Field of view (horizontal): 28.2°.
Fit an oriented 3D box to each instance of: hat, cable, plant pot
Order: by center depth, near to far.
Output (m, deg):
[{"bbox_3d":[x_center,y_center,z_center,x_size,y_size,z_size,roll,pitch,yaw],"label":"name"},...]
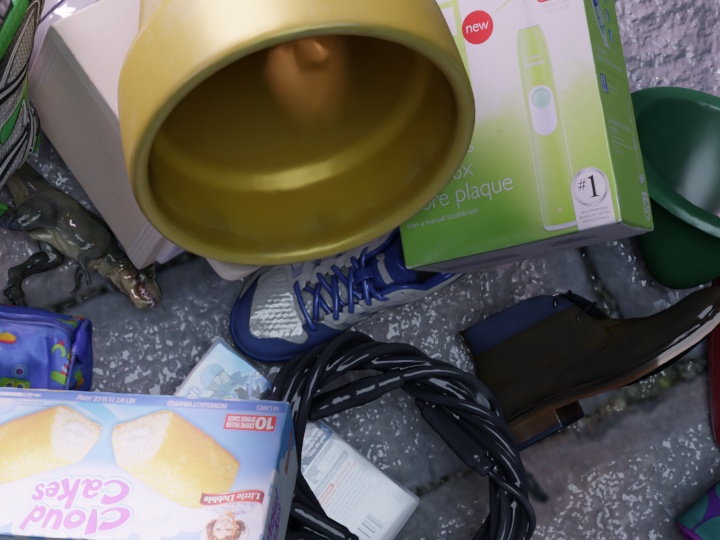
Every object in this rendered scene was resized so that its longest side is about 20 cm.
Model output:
[{"bbox_3d":[-0.050,-0.137,0.846,0.198,0.202,0.190,-8,55,-11],"label":"plant pot"},{"bbox_3d":[0.026,0.134,0.964,0.198,0.051,0.165,19,73,-3],"label":"cable"},{"bbox_3d":[0.232,-0.009,1.073,0.164,0.177,0.201,15,41,-9],"label":"hat"}]

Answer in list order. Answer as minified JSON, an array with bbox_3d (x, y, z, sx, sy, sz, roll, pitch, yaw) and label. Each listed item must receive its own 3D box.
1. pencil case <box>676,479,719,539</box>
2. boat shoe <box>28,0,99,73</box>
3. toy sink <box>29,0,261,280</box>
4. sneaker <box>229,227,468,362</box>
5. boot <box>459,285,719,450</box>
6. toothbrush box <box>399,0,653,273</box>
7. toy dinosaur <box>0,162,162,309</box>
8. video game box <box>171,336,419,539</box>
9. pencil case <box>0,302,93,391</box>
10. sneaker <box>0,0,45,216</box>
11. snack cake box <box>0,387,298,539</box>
[{"bbox_3d":[0.323,0.156,1.032,0.199,0.085,0.093,-39,74,-12],"label":"pencil case"},{"bbox_3d":[-0.190,-0.209,1.004,0.065,0.072,0.201,36,83,12],"label":"boat shoe"},{"bbox_3d":[-0.113,-0.084,0.962,0.130,0.112,0.201,-35,86,-32],"label":"toy sink"},{"bbox_3d":[0.000,0.000,0.997,0.198,0.088,0.076,-26,89,-11],"label":"sneaker"},{"bbox_3d":[0.162,0.041,0.998,0.199,0.075,0.098,-33,78,18],"label":"boot"},{"bbox_3d":[0.092,-0.110,0.911,0.144,0.086,0.203,-11,82,25],"label":"toothbrush box"},{"bbox_3d":[-0.225,-0.029,0.987,0.088,0.047,0.200,-43,86,-16],"label":"toy dinosaur"},{"bbox_3d":[-0.089,0.181,0.978,0.182,0.047,0.201,40,77,-5],"label":"video game box"},{"bbox_3d":[-0.275,0.050,0.944,0.198,0.087,0.079,13,46,-9],"label":"pencil case"},{"bbox_3d":[-0.239,-0.116,0.908,0.078,0.085,0.201,45,120,31],"label":"sneaker"},{"bbox_3d":[-0.144,0.140,0.877,0.197,0.068,0.116,2,42,7],"label":"snack cake box"}]
